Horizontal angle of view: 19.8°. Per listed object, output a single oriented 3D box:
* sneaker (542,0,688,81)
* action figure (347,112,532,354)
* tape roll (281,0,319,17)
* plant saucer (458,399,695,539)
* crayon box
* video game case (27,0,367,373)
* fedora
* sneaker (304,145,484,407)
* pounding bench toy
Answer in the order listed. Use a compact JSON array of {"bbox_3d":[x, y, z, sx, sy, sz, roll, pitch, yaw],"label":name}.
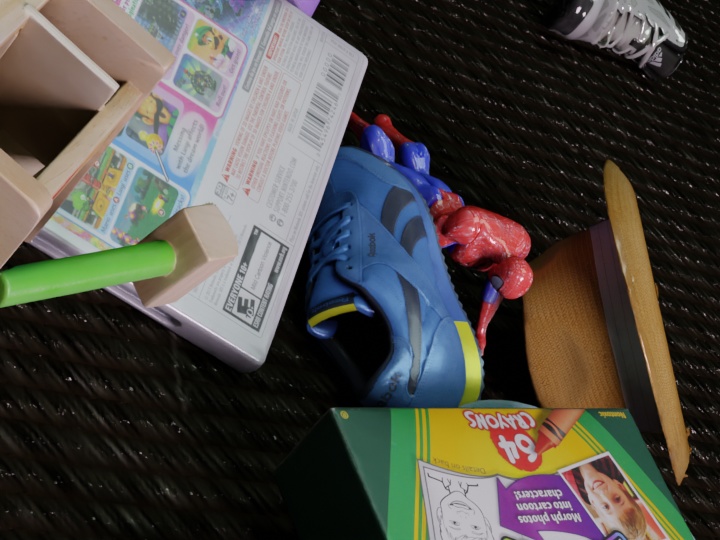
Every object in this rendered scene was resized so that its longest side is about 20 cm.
[{"bbox_3d":[0.224,-0.209,1.721,0.115,0.076,0.201,42,24,0],"label":"sneaker"},{"bbox_3d":[0.030,-0.016,1.194,0.065,0.100,0.200,17,15,-38],"label":"action figure"},{"bbox_3d":[-0.104,-0.206,1.133,0.199,0.066,0.200,27,-13,7],"label":"tape roll"},{"bbox_3d":[0.100,0.157,1.038,0.200,0.039,0.202,26,36,-21],"label":"plant saucer"},{"bbox_3d":[0.078,0.148,0.939,0.199,0.058,0.173,3,50,-41],"label":"crayon box"},{"bbox_3d":[-0.096,-0.077,1.035,0.181,0.024,0.201,33,56,-22],"label":"video game case"},{"bbox_3d":[0.136,0.036,1.190,0.201,0.081,0.202,-13,90,-82],"label":"fedora"},{"bbox_3d":[0.000,0.000,1.111,0.078,0.066,0.201,16,38,-38],"label":"sneaker"},{"bbox_3d":[-0.154,-0.032,0.850,0.200,0.124,0.156,41,35,-7],"label":"pounding bench toy"}]
